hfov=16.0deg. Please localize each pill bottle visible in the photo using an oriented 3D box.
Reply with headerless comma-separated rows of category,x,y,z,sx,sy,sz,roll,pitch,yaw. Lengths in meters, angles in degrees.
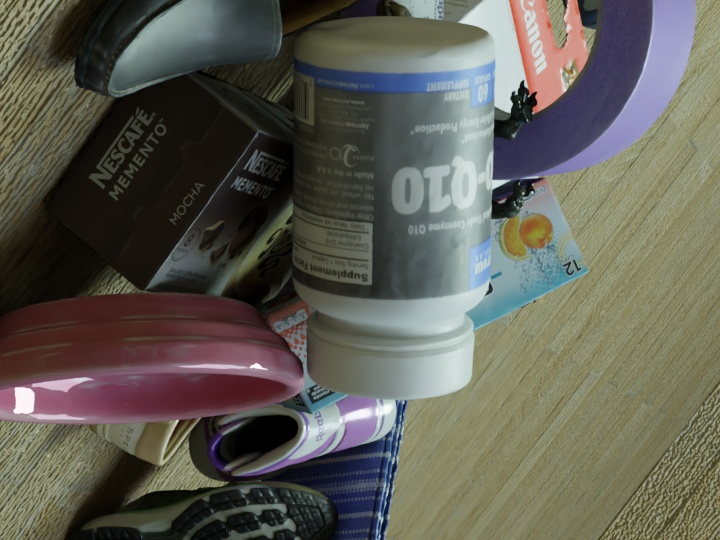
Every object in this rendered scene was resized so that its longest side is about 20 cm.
pill bottle,0.018,-0.036,1.434,0.114,0.114,0.200,-24,118,-57

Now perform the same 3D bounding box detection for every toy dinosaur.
toy dinosaur,0.060,-0.064,1.494,0.047,0.088,0.200,-14,96,-57

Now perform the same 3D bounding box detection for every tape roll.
tape roll,0.094,-0.155,1.538,0.200,0.200,0.085,-57,163,17

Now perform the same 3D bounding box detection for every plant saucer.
plant saucer,-0.133,0.050,1.462,0.201,0.200,0.051,35,51,-73

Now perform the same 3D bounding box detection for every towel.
towel,-0.023,0.153,1.802,0.024,0.145,0.200,26,65,-35

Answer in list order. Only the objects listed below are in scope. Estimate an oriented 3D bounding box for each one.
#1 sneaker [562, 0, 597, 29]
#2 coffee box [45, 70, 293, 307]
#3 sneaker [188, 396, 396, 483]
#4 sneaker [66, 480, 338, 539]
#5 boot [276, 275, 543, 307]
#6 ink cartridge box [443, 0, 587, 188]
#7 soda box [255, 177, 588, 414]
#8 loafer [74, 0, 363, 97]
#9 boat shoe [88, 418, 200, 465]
sneaker,0.177,-0.257,1.803,0.082,0.070,0.200,-10,135,-42
coffee box,-0.086,-0.047,1.492,0.113,0.080,0.200,-53,163,6
sneaker,-0.081,0.112,1.770,0.114,0.073,0.200,-17,175,-42
sneaker,-0.107,0.171,1.794,0.089,0.200,0.077,-63,139,-59
boot,0.000,0.000,1.633,0.166,0.200,0.072,-49,-175,-1
ink cartridge box,0.100,-0.133,1.728,0.200,0.057,0.163,-38,131,-28
soda box,0.034,0.014,1.554,0.200,0.068,0.064,-26,-172,-15
loafer,-0.069,-0.141,1.358,0.200,0.072,0.073,-39,158,-37
boat shoe,-0.092,0.057,1.705,0.200,0.069,0.074,-44,161,-26
